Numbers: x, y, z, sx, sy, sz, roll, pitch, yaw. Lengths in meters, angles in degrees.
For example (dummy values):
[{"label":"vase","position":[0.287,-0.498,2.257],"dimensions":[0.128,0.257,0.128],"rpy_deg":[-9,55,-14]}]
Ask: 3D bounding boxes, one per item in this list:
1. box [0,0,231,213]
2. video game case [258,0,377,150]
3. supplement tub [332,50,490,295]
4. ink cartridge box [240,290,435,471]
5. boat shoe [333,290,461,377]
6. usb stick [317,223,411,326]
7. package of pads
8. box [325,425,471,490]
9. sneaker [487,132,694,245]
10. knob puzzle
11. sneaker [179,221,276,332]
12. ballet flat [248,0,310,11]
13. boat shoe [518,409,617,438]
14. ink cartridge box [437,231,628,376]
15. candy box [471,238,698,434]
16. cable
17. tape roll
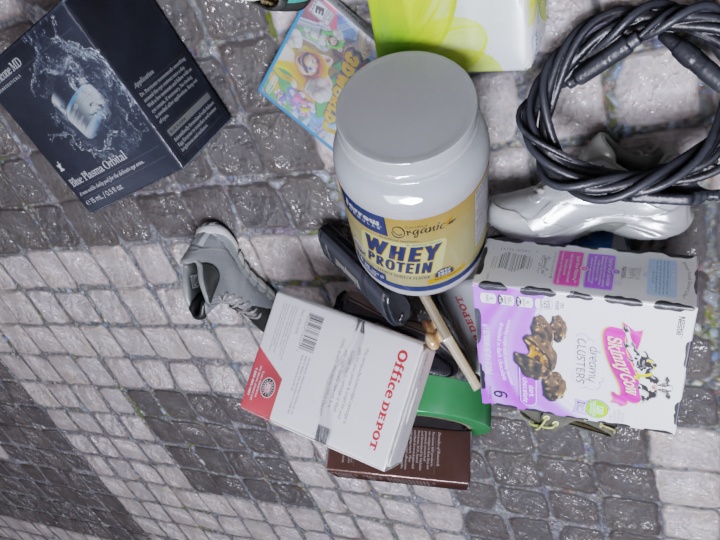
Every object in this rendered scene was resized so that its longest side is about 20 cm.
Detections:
[{"label":"box","position":[-0.291,-0.200,0.794],"dimensions":[0.193,0.119,0.202],"rpy_deg":[-15,120,36]},{"label":"video game case","position":[-0.002,-0.180,0.731],"dimensions":[0.198,0.018,0.143],"rpy_deg":[37,135,-8]},{"label":"supplement tub","position":[0.050,-0.084,0.646],"dimensions":[0.140,0.148,0.202],"rpy_deg":[12,152,17]},{"label":"ink cartridge box","position":[-0.024,0.128,0.822],"dimensions":[0.195,0.151,0.083],"rpy_deg":[18,176,19]},{"label":"boat shoe","position":[0.039,0.112,0.919],"dimensions":[0.195,0.094,0.076],"rpy_deg":[25,137,5]},{"label":"usb stick","position":[0.000,0.000,0.797],"dimensions":[0.200,0.032,0.056],"rpy_deg":[45,167,54]},{"label":"package of pads","position":[0.077,-0.269,0.574],"dimensions":[0.150,0.069,0.204],"rpy_deg":[7,133,24]},{"label":"box","position":[0.056,0.255,0.954],"dimensions":[0.193,0.077,0.101],"rpy_deg":[5,160,9]},{"label":"sneaker","position":[0.217,-0.085,0.673],"dimensions":[0.194,0.079,0.102],"rpy_deg":[-5,120,21]},{"label":"knob puzzle","position":[0.082,0.060,0.797],"dimensions":[0.030,0.221,0.222],"rpy_deg":[-30,116,4]},{"label":"sneaker","position":[-0.187,0.044,0.959],"dimensions":[0.074,0.117,0.202],"rpy_deg":[-15,121,36]},{"label":"ballet flat","position":[-0.135,-0.296,0.648],"dimensions":[0.195,0.069,0.069],"rpy_deg":[24,133,14]},{"label":"boat shoe","position":[0.234,0.161,0.821],"dimensions":[0.196,0.062,0.072],"rpy_deg":[11,165,-25]},{"label":"ink cartridge box","position":[0.203,0.035,0.770],"dimensions":[0.195,0.086,0.147],"rpy_deg":[-10,124,32]},{"label":"candy box","position":[0.216,0.064,0.676],"dimensions":[0.194,0.072,0.171],"rpy_deg":[6,131,23]},{"label":"cable","position":[0.230,-0.141,0.584],"dimensions":[0.194,0.051,0.169],"rpy_deg":[7,106,20]},{"label":"tape roll","position":[0.078,0.184,0.931],"dimensions":[0.194,0.050,0.201],"rpy_deg":[6,160,2]}]
